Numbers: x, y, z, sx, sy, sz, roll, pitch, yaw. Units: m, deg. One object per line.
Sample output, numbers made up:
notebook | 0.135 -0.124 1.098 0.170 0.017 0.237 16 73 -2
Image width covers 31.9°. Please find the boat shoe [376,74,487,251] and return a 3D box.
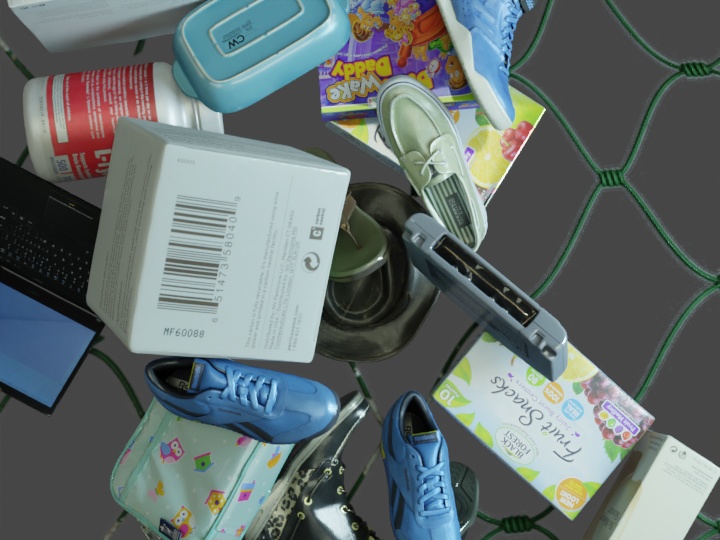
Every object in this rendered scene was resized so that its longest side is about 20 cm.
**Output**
boat shoe | 0.080 -0.108 1.297 0.072 0.062 0.201 -28 108 11

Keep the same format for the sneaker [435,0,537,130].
sneaker | 0.144 -0.250 1.272 0.110 0.077 0.202 -22 79 7

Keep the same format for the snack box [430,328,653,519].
snack box | 0.194 0.148 1.363 0.200 0.053 0.142 41 88 1

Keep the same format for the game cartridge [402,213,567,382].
game cartridge | 0.129 0.029 1.275 0.200 0.133 0.042 41 87 18

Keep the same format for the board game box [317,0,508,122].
board game box | 0.052 -0.236 1.332 0.198 0.045 0.136 -5 85 -1

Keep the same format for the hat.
hat | 0.000 0.000 1.355 0.198 0.081 0.203 0 87 -2

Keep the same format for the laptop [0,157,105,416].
laptop | -0.354 0.015 1.318 0.176 0.103 0.201 27 122 3

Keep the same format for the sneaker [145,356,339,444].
sneaker | -0.120 0.122 1.232 0.198 0.078 0.067 8 70 22

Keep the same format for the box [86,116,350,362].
box | -0.145 -0.030 1.244 0.198 0.171 0.201 6 101 -29

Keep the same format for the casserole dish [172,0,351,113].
casserole dish | -0.104 -0.245 1.283 0.199 0.039 0.122 -31 72 -4

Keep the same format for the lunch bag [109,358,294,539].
lunch bag | -0.167 0.191 1.321 0.160 0.077 0.201 28 84 28

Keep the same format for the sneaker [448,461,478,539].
sneaker | 0.072 0.307 1.357 0.076 0.115 0.201 16 60 3

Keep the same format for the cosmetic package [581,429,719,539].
cosmetic package | 0.295 0.276 1.347 0.071 0.105 0.201 31 86 1

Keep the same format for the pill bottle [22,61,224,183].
pill bottle | -0.247 -0.159 1.334 0.198 0.112 0.113 -8 88 -3

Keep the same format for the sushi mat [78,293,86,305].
sushi mat | -0.201 0.017 1.380 0.198 0.012 0.097 15 87 -2

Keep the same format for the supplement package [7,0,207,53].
supplement package | -0.260 -0.330 1.297 0.189 0.200 0.149 -10 88 -3

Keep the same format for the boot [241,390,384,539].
boot | -0.017 0.247 1.351 0.153 0.073 0.204 38 93 -3

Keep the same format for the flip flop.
flip flop | -0.033 -0.065 1.317 0.081 0.058 0.201 -29 51 3

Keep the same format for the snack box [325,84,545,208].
snack box | 0.080 -0.167 1.377 0.199 0.053 0.143 33 85 0

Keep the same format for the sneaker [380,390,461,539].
sneaker | 0.064 0.218 1.304 0.065 0.079 0.201 -2 53 -15
